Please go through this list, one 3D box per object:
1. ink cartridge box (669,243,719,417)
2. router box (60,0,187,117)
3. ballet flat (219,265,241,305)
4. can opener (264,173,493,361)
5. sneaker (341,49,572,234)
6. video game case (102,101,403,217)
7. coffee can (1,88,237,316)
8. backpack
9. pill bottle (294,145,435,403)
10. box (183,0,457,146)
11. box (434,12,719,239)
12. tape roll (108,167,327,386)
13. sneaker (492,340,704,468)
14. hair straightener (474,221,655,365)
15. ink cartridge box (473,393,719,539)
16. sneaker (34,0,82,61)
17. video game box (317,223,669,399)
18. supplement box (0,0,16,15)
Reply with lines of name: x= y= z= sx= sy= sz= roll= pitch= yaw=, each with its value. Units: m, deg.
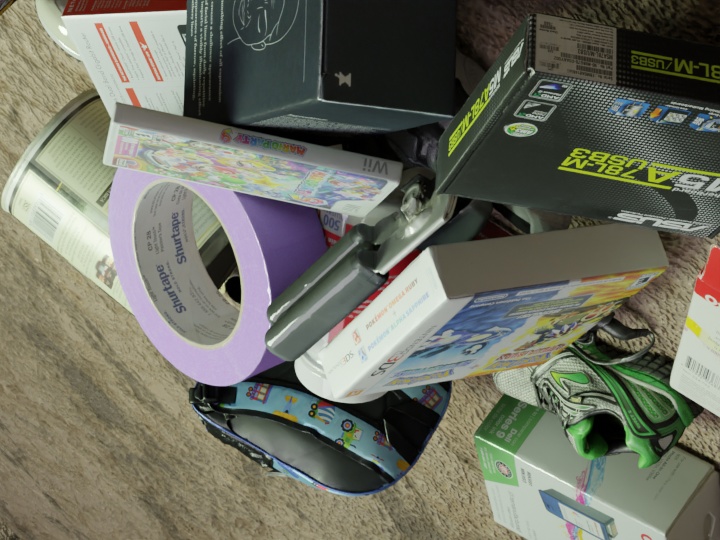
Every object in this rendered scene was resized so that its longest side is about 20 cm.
ink cartridge box: x=0.286 y=0.040 z=1.323 sx=0.116 sy=0.067 sz=0.201 roll=32 pitch=155 yaw=17
router box: x=-0.119 y=-0.150 z=1.543 sx=0.178 sy=0.049 sz=0.201 roll=1 pitch=141 yaw=19
ballet flat: x=-0.083 y=0.037 z=1.897 sx=0.199 sy=0.046 sz=0.068 roll=32 pitch=154 yaw=20
can opener: x=0.013 y=0.002 z=1.387 sx=0.067 sy=0.054 sz=0.200 roll=30 pitch=128 yaw=-25
sneaker: x=0.061 y=-0.086 z=1.403 sx=0.200 sy=0.075 sz=0.114 roll=48 pitch=134 yaw=-2
video game case: x=-0.080 y=-0.075 z=1.361 sx=0.198 sy=0.018 sz=0.143 roll=11 pitch=170 yaw=-8
coffee can: x=-0.215 y=-0.053 z=1.820 sx=0.200 sy=0.147 sz=0.147 roll=39 pitch=156 yaw=5
backpack: x=-0.023 y=0.106 z=1.685 sx=0.199 sy=0.183 sz=0.135 roll=29 pitch=165 yaw=12
pill bottle: x=0.000 y=0.000 z=1.543 sx=0.112 sy=0.112 sz=0.202 roll=28 pitch=127 yaw=27
box: x=-0.030 y=-0.169 z=1.306 sx=0.106 sy=0.150 sz=0.199 roll=4 pitch=175 yaw=-30
box: x=0.165 y=-0.084 z=1.201 sx=0.198 sy=0.048 sz=0.193 roll=9 pitch=157 yaw=-12
tape roll: x=-0.114 y=-0.014 z=1.527 sx=0.199 sy=0.065 sz=0.202 roll=25 pitch=126 yaw=40
sneaker: x=0.178 y=0.102 z=1.571 sx=0.199 sy=0.085 sz=0.078 roll=13 pitch=145 yaw=48
hair straightener: x=0.145 y=0.017 z=1.546 sx=0.199 sy=0.041 sz=0.077 roll=28 pitch=154 yaw=17
ink cartridge box: x=0.207 y=0.193 z=1.682 sx=0.199 sy=0.088 sz=0.146 roll=25 pitch=151 yaw=28
sneaker: x=-0.183 y=-0.200 z=1.627 sx=0.199 sy=0.070 sz=0.094 roll=36 pitch=147 yaw=5
video game box: x=0.094 y=0.029 z=1.404 sx=0.182 sy=0.198 sz=0.047 roll=-42 pitch=61 yaw=54
supplement box: x=-0.339 y=-0.273 z=1.648 sx=0.103 sy=0.131 sz=0.200 roll=43 pitch=157 yaw=-6
